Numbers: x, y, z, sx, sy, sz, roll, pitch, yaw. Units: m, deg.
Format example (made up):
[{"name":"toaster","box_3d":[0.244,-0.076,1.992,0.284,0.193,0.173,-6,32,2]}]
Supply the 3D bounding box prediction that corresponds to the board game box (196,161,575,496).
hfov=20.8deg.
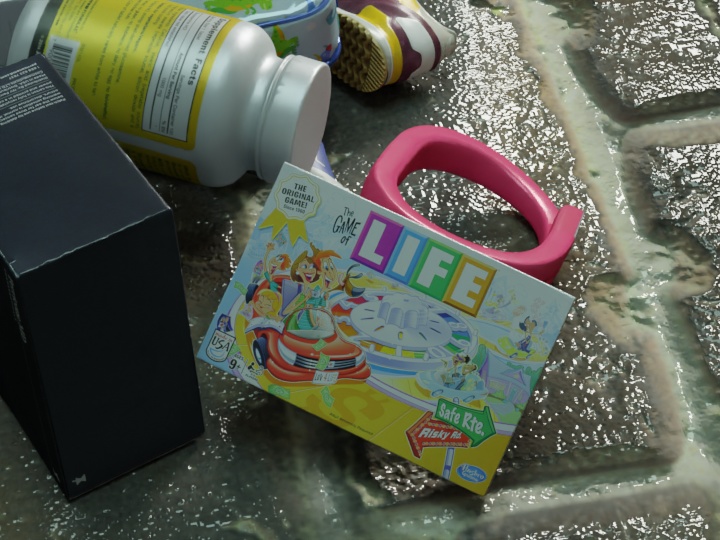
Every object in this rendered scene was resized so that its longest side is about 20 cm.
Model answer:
[{"name":"board game box","box_3d":[0.016,0.036,1.216,0.199,0.034,0.135,25,91,7]}]

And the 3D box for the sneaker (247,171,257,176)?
[{"name":"sneaker","box_3d":[-0.081,-0.148,1.491,0.106,0.075,0.201,17,56,14]}]

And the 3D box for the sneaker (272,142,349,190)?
[{"name":"sneaker","box_3d":[0.000,0.001,1.324,0.114,0.081,0.200,-4,50,-6]}]

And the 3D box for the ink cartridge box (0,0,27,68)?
[{"name":"ink cartridge box","box_3d":[-0.255,-0.229,1.582,0.199,0.067,0.116,-13,45,-11]}]

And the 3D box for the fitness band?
[{"name":"fitness band","box_3d":[0.074,-0.040,1.326,0.143,0.038,0.200,27,24,5]}]

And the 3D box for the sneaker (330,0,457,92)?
[{"name":"sneaker","box_3d":[-0.009,-0.211,1.555,0.090,0.075,0.200,-19,49,-31]}]

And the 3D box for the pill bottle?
[{"name":"pill bottle","box_3d":[-0.126,-0.120,1.306,0.199,0.113,0.113,16,46,10]}]

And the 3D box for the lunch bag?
[{"name":"lunch bag","box_3d":[-0.102,-0.217,1.445,0.160,0.083,0.201,-16,54,-6]}]

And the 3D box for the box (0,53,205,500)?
[{"name":"box","box_3d":[-0.191,0.004,1.234,0.104,0.201,0.182,-24,48,-20]}]
